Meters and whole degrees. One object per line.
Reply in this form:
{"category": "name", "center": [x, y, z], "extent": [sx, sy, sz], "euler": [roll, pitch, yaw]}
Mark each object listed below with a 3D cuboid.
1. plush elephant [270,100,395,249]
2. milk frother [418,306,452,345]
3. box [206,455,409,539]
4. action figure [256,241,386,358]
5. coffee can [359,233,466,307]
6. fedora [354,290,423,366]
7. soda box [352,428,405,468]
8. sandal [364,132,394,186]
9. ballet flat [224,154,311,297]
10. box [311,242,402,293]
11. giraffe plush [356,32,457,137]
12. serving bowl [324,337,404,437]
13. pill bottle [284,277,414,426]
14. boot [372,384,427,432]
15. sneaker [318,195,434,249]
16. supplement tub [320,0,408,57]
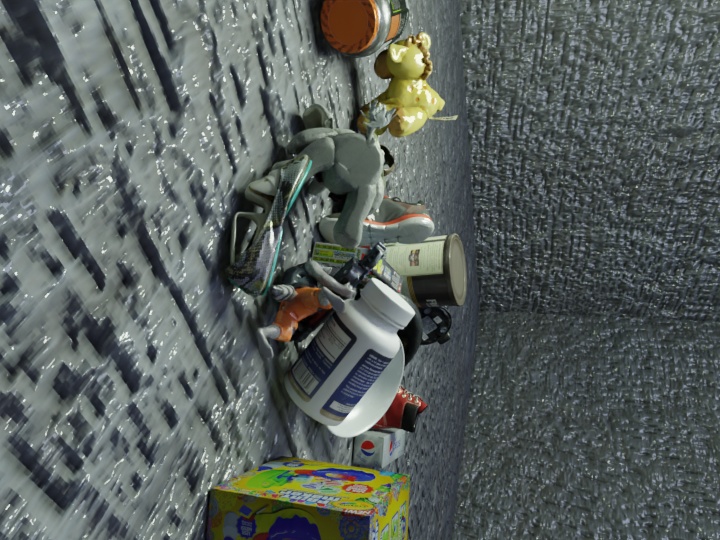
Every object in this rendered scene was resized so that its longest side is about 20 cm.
{"category": "plush elephant", "center": [-0.035, -0.163, 0.811], "extent": [0.201, 0.164, 0.155], "euler": [-55, -162, -2]}
{"category": "milk frother", "center": [0.106, 0.107, 1.279], "extent": [0.189, 0.197, 0.182], "euler": [-104, 173, -54]}
{"category": "box", "center": [-0.056, 0.323, 0.663], "extent": [0.192, 0.196, 0.124], "euler": [23, 70, -71]}
{"category": "action figure", "center": [-0.061, 0.018, 0.720], "extent": [0.104, 0.200, 0.194], "euler": [43, 8, -12]}
{"category": "coffee can", "center": [0.112, 0.006, 1.126], "extent": [0.146, 0.197, 0.149], "euler": [-5, 90, -66]}
{"category": "fedora", "center": [0.024, 0.110, 1.026], "extent": [0.092, 0.197, 0.203], "euler": [-122, -161, -57]}
{"category": "soda box", "center": [0.045, 0.384, 1.183], "extent": [0.200, 0.067, 0.065], "euler": [28, 66, -69]}
{"category": "sandal", "center": [0.042, -0.220, 1.074], "extent": [0.201, 0.057, 0.081], "euler": [74, -8, -82]}
{"category": "ballet flat", "center": [-0.117, -0.070, 0.655], "extent": [0.072, 0.071, 0.203], "euler": [58, 43, -59]}
{"category": "box", "center": [0.000, 0.000, 0.950], "extent": [0.200, 0.108, 0.035], "euler": [39, 61, -68]}
{"category": "giraffe plush", "center": [0.082, -0.367, 1.040], "extent": [0.173, 0.196, 0.164], "euler": [-75, 156, -56]}
{"category": "serving bowl", "center": [-0.011, 0.185, 0.936], "extent": [0.198, 0.065, 0.203], "euler": [-21, 121, -40]}
{"category": "pill bottle", "center": [-0.012, 0.115, 0.777], "extent": [0.201, 0.111, 0.111], "euler": [-52, 163, 8]}
{"category": "boot", "center": [0.076, 0.241, 1.152], "extent": [0.072, 0.142, 0.204], "euler": [18, 73, -69]}
{"category": "sneaker", "center": [0.025, -0.089, 0.926], "extent": [0.078, 0.196, 0.083], "euler": [100, -13, -55]}
{"category": "supplement tub", "center": [0.008, -0.443, 0.929], "extent": [0.201, 0.120, 0.124], "euler": [-58, 144, -57]}
